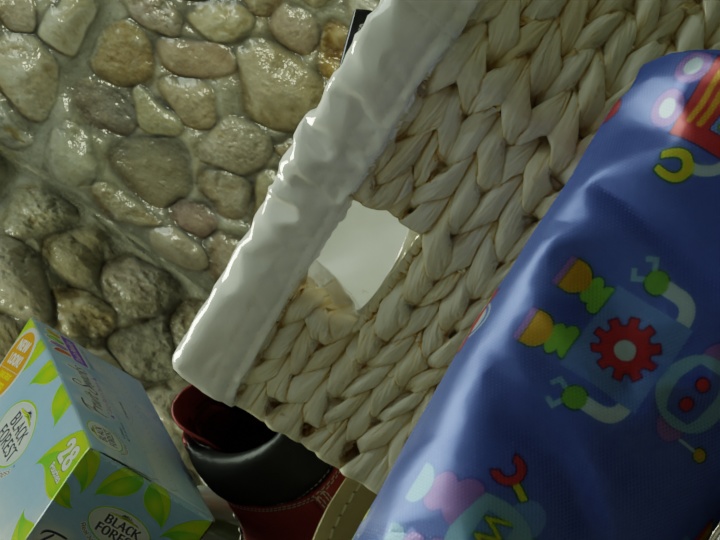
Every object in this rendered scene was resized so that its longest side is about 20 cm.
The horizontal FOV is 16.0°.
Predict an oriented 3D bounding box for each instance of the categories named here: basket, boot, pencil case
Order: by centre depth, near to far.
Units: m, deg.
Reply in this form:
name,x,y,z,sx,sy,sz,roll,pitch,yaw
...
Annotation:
name,x,y,z,sx,sy,sz,roll,pitch,yaw
pencil case,0.064,0.038,0.642,0.200,0.087,0.078,-57,-15,-15
basket,0.070,-0.036,0.822,0.200,0.160,0.198,-55,-1,-41
boot,-0.037,0.098,1.088,0.073,0.144,0.200,-52,15,-20

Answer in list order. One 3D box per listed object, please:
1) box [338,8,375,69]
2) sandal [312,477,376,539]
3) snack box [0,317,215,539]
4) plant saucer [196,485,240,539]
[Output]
name,x,y,z,sx,sy,sz,roll,pitch,yaw
box,0.000,0.000,1.092,0.200,0.036,0.144,88,-166,-65
sandal,0.059,0.070,1.008,0.212,0.078,0.070,-48,-9,-19
snack box,-0.155,0.138,1.062,0.200,0.068,0.169,-55,22,4
plant saucer,-0.095,0.193,1.201,0.050,0.200,0.201,20,73,54
